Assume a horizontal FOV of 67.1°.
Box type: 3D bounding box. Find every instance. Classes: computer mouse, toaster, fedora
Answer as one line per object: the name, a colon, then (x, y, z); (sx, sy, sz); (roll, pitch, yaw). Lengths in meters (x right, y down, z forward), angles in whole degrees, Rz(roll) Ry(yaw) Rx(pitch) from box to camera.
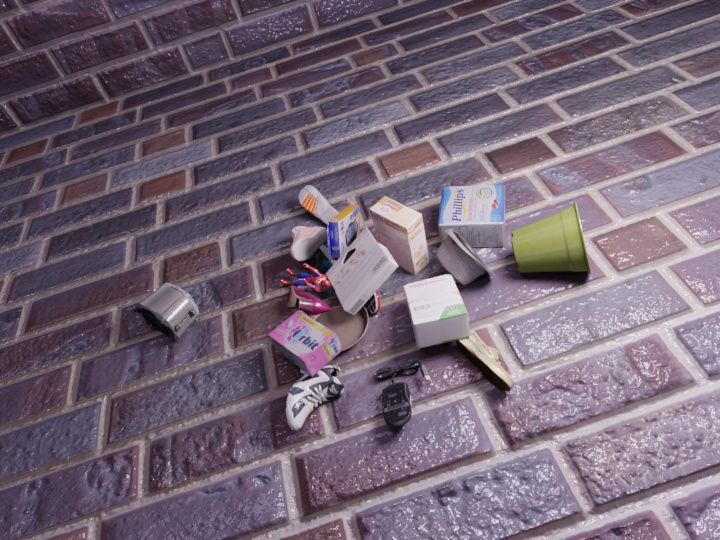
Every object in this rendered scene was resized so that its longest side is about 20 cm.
computer mouse: (0.118, 0.312, 1.373); (0.139, 0.046, 0.201); (-20, 34, 3)
toaster: (-0.608, 0.124, 1.716); (0.199, 0.114, 0.129); (19, 52, 33)
fedora: (0.292, -0.028, 1.581); (0.090, 0.176, 0.201); (-44, 53, 15)

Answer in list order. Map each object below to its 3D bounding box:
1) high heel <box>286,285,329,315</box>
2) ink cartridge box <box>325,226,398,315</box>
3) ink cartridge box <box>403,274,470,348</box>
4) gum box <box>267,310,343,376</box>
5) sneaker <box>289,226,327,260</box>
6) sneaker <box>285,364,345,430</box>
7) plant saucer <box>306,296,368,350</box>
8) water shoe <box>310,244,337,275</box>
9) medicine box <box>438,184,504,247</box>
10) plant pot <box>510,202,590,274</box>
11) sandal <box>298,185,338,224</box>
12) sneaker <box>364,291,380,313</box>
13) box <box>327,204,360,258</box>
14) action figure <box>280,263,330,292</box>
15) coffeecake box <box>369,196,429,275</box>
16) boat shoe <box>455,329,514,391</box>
high heel: (-0.163, 0.095, 1.639); (0.095, 0.068, 0.200); (12, 9, -21)
ink cartridge box: (0.000, 0.000, 1.585); (0.200, 0.045, 0.177); (-48, 41, 16)
ink cartridge box: (0.203, 0.106, 1.476); (0.144, 0.088, 0.201); (-13, 31, 3)
gum box: (-0.155, 0.193, 1.479); (0.113, 0.067, 0.199); (-39, 36, -23)
sneaker: (-0.200, -0.092, 1.801); (0.104, 0.076, 0.200); (7, 29, 25)
sneaker: (-0.107, 0.321, 1.403); (0.128, 0.080, 0.200); (-5, 36, 23)
plant saucer: (-0.071, 0.162, 1.576); (0.198, 0.032, 0.202); (-8, 46, 8)
water shoe: (-0.094, 0.000, 1.722); (0.079, 0.071, 0.200); (-42, 43, 6)
medicine box: (0.354, -0.172, 1.712); (0.198, 0.104, 0.183); (0, 48, 15)
plant pot: (0.530, -0.071, 1.529); (0.188, 0.201, 0.201); (-13, 44, 23)
sandal: (-0.143, -0.216, 1.939); (0.079, 0.059, 0.207); (-43, 70, -3)
sneaker: (0.037, 0.037, 1.635); (0.084, 0.077, 0.202); (8, 52, -31)
box: (-0.052, -0.123, 1.725); (0.041, 0.120, 0.200); (5, 25, 19)
action figure: (-0.179, 0.018, 1.663); (0.198, 0.099, 0.066); (8, 64, 40)
coffeecake box: (0.121, -0.105, 1.650); (0.073, 0.201, 0.153); (-41, 50, -22)
boat shoe: (0.325, 0.222, 1.378); (0.065, 0.073, 0.200); (-32, 42, -12)
